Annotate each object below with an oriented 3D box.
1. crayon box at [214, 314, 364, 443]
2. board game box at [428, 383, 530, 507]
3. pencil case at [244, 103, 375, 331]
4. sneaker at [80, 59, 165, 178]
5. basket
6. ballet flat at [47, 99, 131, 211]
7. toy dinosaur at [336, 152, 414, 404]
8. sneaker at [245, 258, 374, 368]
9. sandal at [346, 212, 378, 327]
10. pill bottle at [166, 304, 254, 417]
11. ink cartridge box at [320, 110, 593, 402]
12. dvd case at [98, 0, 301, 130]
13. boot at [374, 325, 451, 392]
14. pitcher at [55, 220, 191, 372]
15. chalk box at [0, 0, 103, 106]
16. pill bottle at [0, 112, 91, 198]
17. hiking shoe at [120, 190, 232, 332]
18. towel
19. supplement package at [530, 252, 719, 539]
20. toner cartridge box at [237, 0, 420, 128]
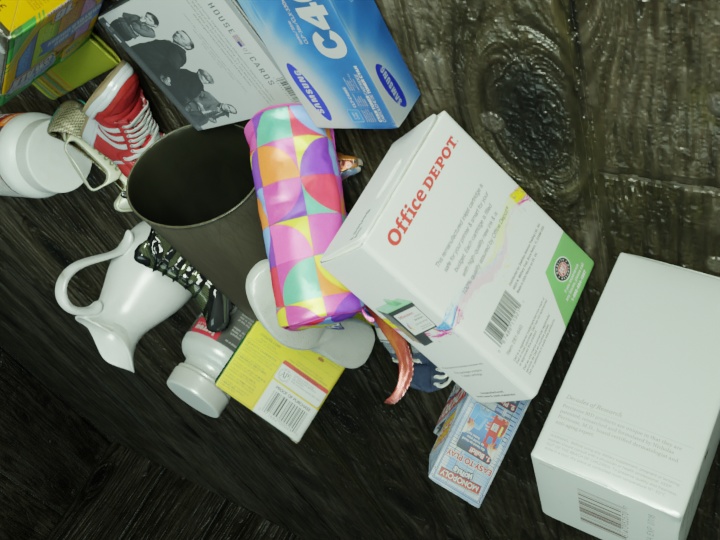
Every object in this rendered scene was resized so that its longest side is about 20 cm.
[{"bbox_3d":[-0.074,0.090,1.017,0.126,0.202,0.051,35,173,-7],"label":"crayon box"},{"bbox_3d":[0.124,0.153,0.874,0.061,0.202,0.201,29,154,3],"label":"board game box"},{"bbox_3d":[-0.047,-0.044,0.731,0.088,0.087,0.204,-28,73,62],"label":"pencil case"},{"bbox_3d":[-0.246,-0.152,0.913,0.112,0.072,0.199,42,161,-11],"label":"sneaker"},{"bbox_3d":[-0.136,-0.044,0.914,0.178,0.137,0.201,15,153,33],"label":"basket"},{"bbox_3d":[-0.307,-0.122,1.033,0.200,0.076,0.067,44,151,-23],"label":"ballet flat"},{"bbox_3d":[0.013,-0.017,0.767,0.180,0.201,0.105,37,129,-8],"label":"toy dinosaur"},{"bbox_3d":[-0.070,0.045,0.885,0.088,0.076,0.200,22,167,41],"label":"sneaker"},{"bbox_3d":[0.000,0.000,0.874,0.199,0.080,0.087,39,178,-32],"label":"sandal"},{"bbox_3d":[-0.167,0.087,1.092,0.109,0.202,0.111,25,154,13],"label":"pill bottle"},{"bbox_3d":[0.085,-0.007,0.699,0.199,0.146,0.084,41,153,-17],"label":"ink cartridge box"},{"bbox_3d":[-0.143,-0.201,0.763,0.198,0.025,0.151,0,139,48],"label":"dvd case"},{"bbox_3d":[0.094,0.088,0.926,0.092,0.072,0.199,62,157,-11],"label":"boot"},{"bbox_3d":[-0.305,0.007,1.111,0.119,0.202,0.173,13,149,34],"label":"pitcher"},{"bbox_3d":[-0.323,-0.249,0.753,0.125,0.124,0.199,48,153,-12],"label":"chalk box"},{"bbox_3d":[-0.446,-0.153,1.098,0.197,0.111,0.110,7,145,42],"label":"pill bottle"},{"bbox_3d":[-0.224,-0.013,1.013,0.204,0.099,0.076,70,161,1],"label":"hiking shoe"},{"bbox_3d":[-0.341,-0.243,0.930,0.198,0.018,0.086,-3,143,50],"label":"towel"},{"bbox_3d":[0.232,0.109,0.669,0.116,0.202,0.118,17,151,29],"label":"supplement package"},{"bbox_3d":[-0.037,-0.197,0.626,0.094,0.044,0.201,10,147,41],"label":"toner cartridge box"}]
